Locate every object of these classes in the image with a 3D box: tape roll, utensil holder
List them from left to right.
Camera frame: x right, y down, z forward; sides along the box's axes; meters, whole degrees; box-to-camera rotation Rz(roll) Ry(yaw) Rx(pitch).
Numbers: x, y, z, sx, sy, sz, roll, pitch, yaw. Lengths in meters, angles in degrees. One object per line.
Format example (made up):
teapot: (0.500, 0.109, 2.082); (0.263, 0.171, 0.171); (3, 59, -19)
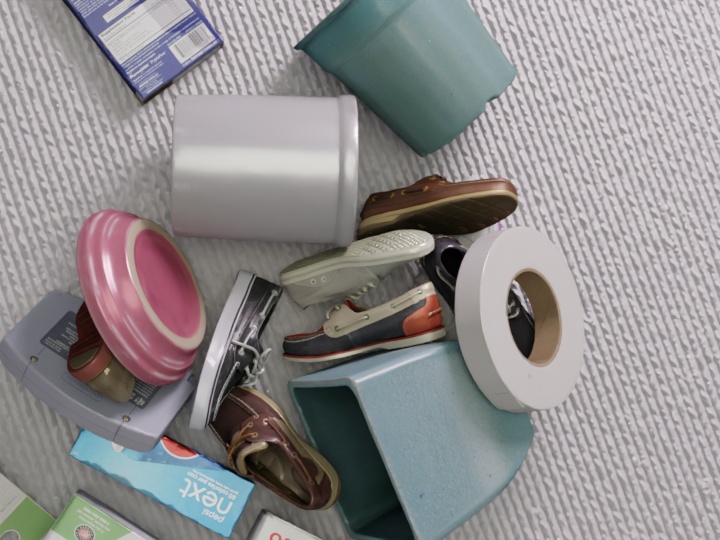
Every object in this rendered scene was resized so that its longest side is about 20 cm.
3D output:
utensil holder: (-0.108, -0.114, 1.424); (0.199, 0.170, 0.171); (1, 84, -4)
tape roll: (0.175, 0.054, 1.378); (0.202, 0.037, 0.204); (14, 71, -47)

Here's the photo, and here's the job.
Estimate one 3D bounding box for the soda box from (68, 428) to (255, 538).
soda box: (-0.220, 0.221, 1.423); (0.199, 0.064, 0.068); (29, 81, -4)

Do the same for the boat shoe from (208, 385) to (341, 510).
boat shoe: (-0.112, 0.194, 1.407); (0.200, 0.072, 0.072); (42, 108, 19)

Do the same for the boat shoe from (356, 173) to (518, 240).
boat shoe: (0.084, -0.079, 1.453); (0.199, 0.072, 0.068); (-13, 59, 30)

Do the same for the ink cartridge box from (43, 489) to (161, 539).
ink cartridge box: (-0.304, 0.363, 1.386); (0.144, 0.084, 0.200); (34, 81, -4)

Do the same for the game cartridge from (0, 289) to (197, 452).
game cartridge: (-0.288, 0.111, 1.396); (0.200, 0.042, 0.133); (33, 41, 1)

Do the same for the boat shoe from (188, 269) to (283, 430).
boat shoe: (-0.136, 0.094, 1.424); (0.068, 0.074, 0.200); (20, 52, -4)

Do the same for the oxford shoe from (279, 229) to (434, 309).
oxford shoe: (0.000, 0.000, 1.439); (0.199, 0.075, 0.058); (-16, 103, 29)

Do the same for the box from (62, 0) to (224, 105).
box: (-0.267, -0.309, 1.488); (0.121, 0.032, 0.200); (-37, 91, -10)

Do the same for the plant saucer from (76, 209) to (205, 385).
plant saucer: (-0.227, 0.022, 1.375); (0.051, 0.200, 0.201); (-22, 87, 17)

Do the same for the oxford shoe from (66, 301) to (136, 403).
oxford shoe: (-0.266, 0.068, 1.396); (0.070, 0.200, 0.075); (-28, 120, 23)

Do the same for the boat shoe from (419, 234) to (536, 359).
boat shoe: (0.142, 0.043, 1.427); (0.073, 0.063, 0.200); (-42, 99, -5)

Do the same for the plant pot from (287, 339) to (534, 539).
plant pot: (0.070, 0.171, 1.403); (0.199, 0.196, 0.197); (-24, 94, -24)

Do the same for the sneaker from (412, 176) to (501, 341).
sneaker: (0.112, -0.012, 1.485); (0.099, 0.075, 0.201); (3, 84, -8)

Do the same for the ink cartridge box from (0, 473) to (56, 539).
ink cartridge box: (-0.455, 0.261, 1.399); (0.146, 0.048, 0.200); (-47, 114, -9)

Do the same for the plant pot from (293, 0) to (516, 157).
plant pot: (0.062, -0.249, 1.454); (0.200, 0.200, 0.196); (-44, 98, -9)

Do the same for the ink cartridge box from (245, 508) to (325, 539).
ink cartridge box: (-0.089, 0.386, 1.412); (0.145, 0.084, 0.201); (28, 81, -4)

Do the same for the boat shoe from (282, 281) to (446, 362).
boat shoe: (-0.001, 0.061, 1.435); (0.199, 0.071, 0.063); (-12, 96, 23)
